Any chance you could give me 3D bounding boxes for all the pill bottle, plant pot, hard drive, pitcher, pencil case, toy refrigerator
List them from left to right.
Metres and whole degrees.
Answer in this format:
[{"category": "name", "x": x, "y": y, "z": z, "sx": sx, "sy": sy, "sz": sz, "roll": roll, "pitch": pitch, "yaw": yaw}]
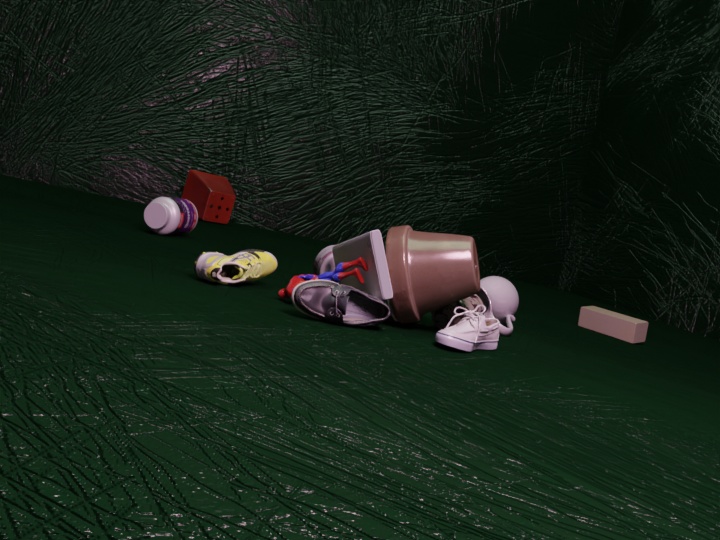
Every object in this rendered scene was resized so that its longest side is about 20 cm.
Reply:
[{"category": "pill bottle", "x": -0.590, "y": -0.169, "z": 2.041, "sx": 0.110, "sy": 0.115, "sz": 0.200, "roll": 13, "pitch": 6, "yaw": 8}, {"category": "plant pot", "x": -0.669, "y": -0.310, "z": 2.938, "sx": 0.197, "sy": 0.204, "sz": 0.175, "roll": 7, "pitch": 19, "yaw": -43}, {"category": "pill bottle", "x": -0.055, "y": -0.001, "z": 1.592, "sx": 0.111, "sy": 0.116, "sz": 0.200, "roll": 11, "pitch": 5, "yaw": -11}, {"category": "hard drive", "x": 0.000, "y": 0.000, "z": 1.354, "sx": 0.026, "sy": 0.135, "sz": 0.199, "roll": -11, "pitch": -2, "yaw": -25}, {"category": "plant pot", "x": 0.154, "y": -0.001, "z": 1.352, "sx": 0.170, "sy": 0.206, "sz": 0.200, "roll": -7, "pitch": 0, "yaw": 16}, {"category": "pencil case", "x": 0.223, "y": 0.091, "z": 1.496, "sx": 0.089, "sy": 0.079, "sz": 0.199, "roll": 38, "pitch": 14, "yaw": 18}, {"category": "pitcher", "x": 0.338, "y": 0.094, "z": 1.651, "sx": 0.172, "sy": 0.122, "sz": 0.198, "roll": 49, "pitch": 25, "yaw": 24}, {"category": "toy refrigerator", "x": 0.798, "y": 0.172, "z": 2.084, "sx": 0.075, "sy": 0.072, "sz": 0.198, "roll": -1, "pitch": 12, "yaw": -37}]

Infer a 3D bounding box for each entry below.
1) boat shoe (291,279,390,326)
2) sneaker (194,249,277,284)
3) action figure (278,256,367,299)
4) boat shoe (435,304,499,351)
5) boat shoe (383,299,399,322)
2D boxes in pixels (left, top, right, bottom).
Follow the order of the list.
[{"category": "boat shoe", "x": -0.030, "y": 0.064, "z": 1.220, "sx": 0.196, "sy": 0.076, "sz": 0.066, "roll": 21, "pitch": -11, "yaw": -26}, {"category": "sneaker", "x": -0.254, "y": 0.001, "z": 1.401, "sx": 0.197, "sy": 0.077, "sz": 0.076, "roll": -8, "pitch": 26, "yaw": -44}, {"category": "action figure", "x": -0.081, "y": 0.027, "z": 1.306, "sx": 0.196, "sy": 0.052, "sz": 0.066, "roll": -13, "pitch": 36, "yaw": 24}, {"category": "boat shoe", "x": 0.218, "y": 0.108, "z": 1.285, "sx": 0.074, "sy": 0.088, "sz": 0.200, "roll": 17, "pitch": 7, "yaw": 42}, {"category": "boat shoe", "x": 0.053, "y": 0.071, "z": 1.430, "sx": 0.062, "sy": 0.075, "sz": 0.202, "roll": -22, "pitch": 14, "yaw": 6}]
